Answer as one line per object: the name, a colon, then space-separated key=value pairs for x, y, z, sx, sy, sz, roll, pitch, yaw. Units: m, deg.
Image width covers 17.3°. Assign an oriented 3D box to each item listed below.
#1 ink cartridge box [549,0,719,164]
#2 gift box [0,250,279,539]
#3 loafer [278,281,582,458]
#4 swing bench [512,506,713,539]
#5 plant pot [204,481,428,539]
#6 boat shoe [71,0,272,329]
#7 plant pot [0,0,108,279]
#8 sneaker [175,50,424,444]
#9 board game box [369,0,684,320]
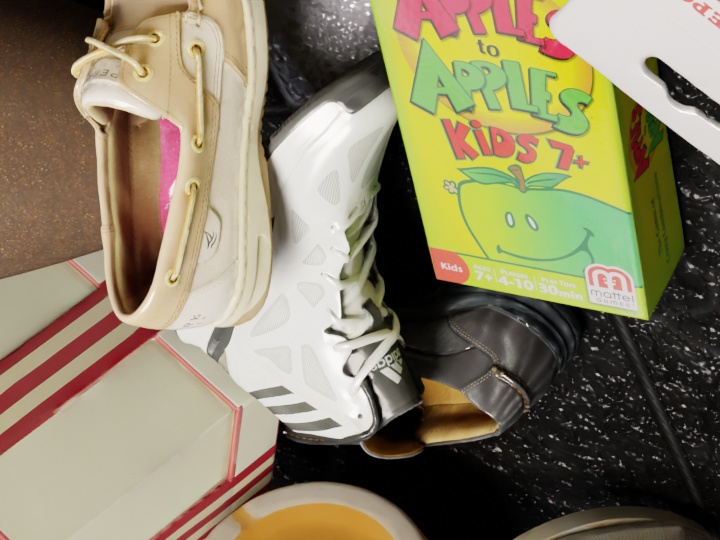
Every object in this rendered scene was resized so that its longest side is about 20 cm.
ink cartridge box: x=0.166 y=-0.121 z=0.809 sx=0.116 sy=0.068 sz=0.200 roll=37 pitch=141 yaw=-7
gift box: x=-0.154 y=0.071 z=1.177 sx=0.200 sy=0.187 sz=0.185 roll=44 pitch=149 yaw=17
loafer: x=0.014 y=0.056 z=1.125 sx=0.073 sy=0.072 sz=0.200 roll=45 pitch=143 yaw=-18
swing bench: x=0.166 y=0.220 z=1.083 sx=0.200 sy=0.130 sz=0.199 roll=56 pitch=179 yaw=-27
plant pot: x=-0.010 y=0.207 z=1.190 sx=0.200 sy=0.200 sz=0.183 roll=15 pitch=148 yaw=22
boat shoe: x=-0.083 y=-0.072 z=0.976 sx=0.074 sy=0.069 sz=0.201 roll=-4 pitch=94 yaw=48
plant pot: x=-0.193 y=-0.066 z=1.071 sx=0.199 sy=0.187 sz=0.187 roll=3 pitch=137 yaw=13
sneaker: x=0.000 y=0.000 z=1.039 sx=0.115 sy=0.076 sz=0.201 roll=43 pitch=137 yaw=11
board game box: x=0.067 y=-0.073 z=0.958 sx=0.101 sy=0.048 sz=0.200 roll=11 pitch=139 yaw=26
